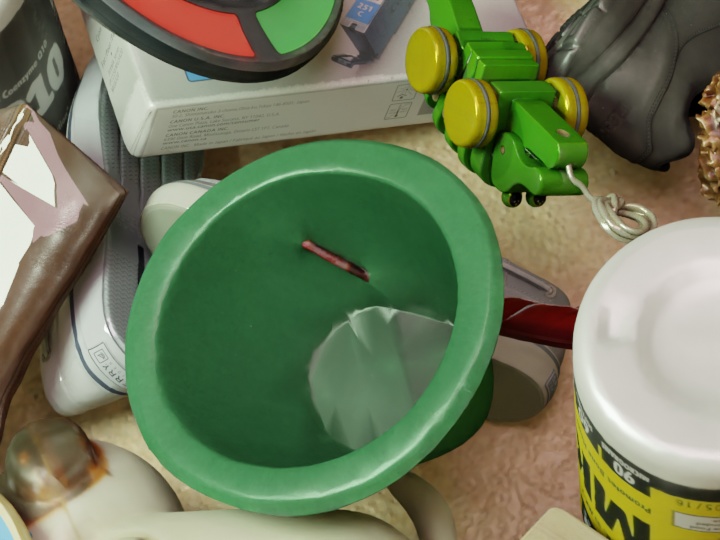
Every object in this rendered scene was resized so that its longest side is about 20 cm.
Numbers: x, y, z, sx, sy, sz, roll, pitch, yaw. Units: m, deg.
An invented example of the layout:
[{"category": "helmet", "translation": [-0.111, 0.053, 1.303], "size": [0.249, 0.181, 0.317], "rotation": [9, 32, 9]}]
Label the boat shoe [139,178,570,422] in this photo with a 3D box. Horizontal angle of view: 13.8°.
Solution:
[{"category": "boat shoe", "translation": [0.001, 0.000, 1.333], "size": [0.200, 0.070, 0.072], "rotation": [24, 54, -1]}]

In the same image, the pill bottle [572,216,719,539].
[{"category": "pill bottle", "translation": [0.144, 0.075, 1.206], "size": [0.114, 0.200, 0.115], "rotation": [-3, 60, 5]}]

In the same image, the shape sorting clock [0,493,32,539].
[{"category": "shape sorting clock", "translation": [-0.183, 0.183, 1.209], "size": [0.039, 0.200, 0.201], "rotation": [13, 54, -32]}]

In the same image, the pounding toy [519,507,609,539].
[{"category": "pounding toy", "translation": [0.100, 0.242, 1.170], "size": [0.200, 0.142, 0.184], "rotation": [32, 63, 28]}]

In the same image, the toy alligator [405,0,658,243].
[{"category": "toy alligator", "translation": [0.068, -0.055, 1.303], "size": [0.059, 0.054, 0.200], "rotation": [-2, 39, -29]}]

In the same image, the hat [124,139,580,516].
[{"category": "hat", "translation": [0.025, 0.053, 1.273], "size": [0.199, 0.176, 0.166], "rotation": [9, 72, 31]}]

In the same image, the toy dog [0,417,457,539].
[{"category": "toy dog", "translation": [-0.074, 0.137, 1.233], "size": [0.199, 0.140, 0.194], "rotation": [21, 70, 22]}]

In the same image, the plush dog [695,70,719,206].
[{"category": "plush dog", "translation": [0.239, -0.057, 1.292], "size": [0.172, 0.200, 0.160], "rotation": [49, 42, 1]}]

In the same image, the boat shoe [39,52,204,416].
[{"category": "boat shoe", "translation": [-0.122, -0.025, 1.369], "size": [0.067, 0.073, 0.201], "rotation": [-30, 39, 33]}]

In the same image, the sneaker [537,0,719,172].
[{"category": "sneaker", "translation": [0.161, -0.121, 1.397], "size": [0.091, 0.076, 0.200], "rotation": [43, 62, -2]}]

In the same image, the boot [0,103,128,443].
[{"category": "boot", "translation": [-0.215, 0.007, 1.319], "size": [0.186, 0.064, 0.201], "rotation": [22, 92, 13]}]

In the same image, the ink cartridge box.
[{"category": "ink cartridge box", "translation": [-0.037, -0.144, 1.403], "size": [0.199, 0.045, 0.177], "rotation": [-8, 58, -23]}]

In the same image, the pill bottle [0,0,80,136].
[{"category": "pill bottle", "translation": [-0.196, -0.115, 1.354], "size": [0.113, 0.200, 0.114], "rotation": [-3, 59, 6]}]

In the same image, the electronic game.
[{"category": "electronic game", "translation": [-0.087, -0.169, 1.310], "size": [0.042, 0.199, 0.201], "rotation": [-39, 52, 35]}]
